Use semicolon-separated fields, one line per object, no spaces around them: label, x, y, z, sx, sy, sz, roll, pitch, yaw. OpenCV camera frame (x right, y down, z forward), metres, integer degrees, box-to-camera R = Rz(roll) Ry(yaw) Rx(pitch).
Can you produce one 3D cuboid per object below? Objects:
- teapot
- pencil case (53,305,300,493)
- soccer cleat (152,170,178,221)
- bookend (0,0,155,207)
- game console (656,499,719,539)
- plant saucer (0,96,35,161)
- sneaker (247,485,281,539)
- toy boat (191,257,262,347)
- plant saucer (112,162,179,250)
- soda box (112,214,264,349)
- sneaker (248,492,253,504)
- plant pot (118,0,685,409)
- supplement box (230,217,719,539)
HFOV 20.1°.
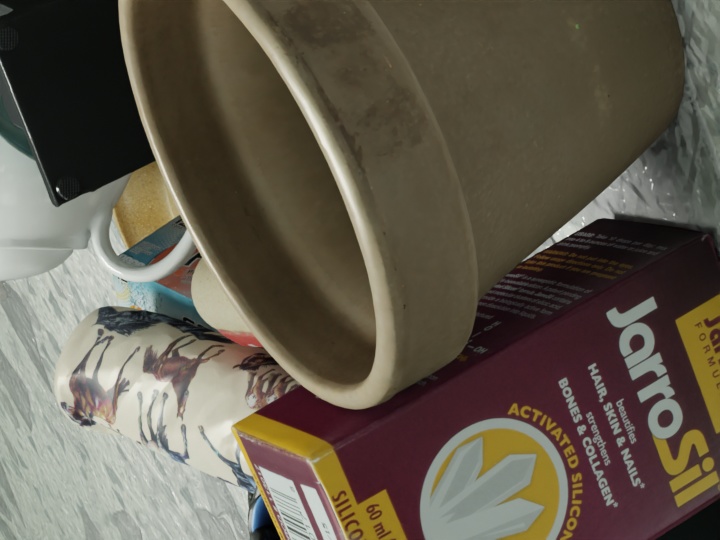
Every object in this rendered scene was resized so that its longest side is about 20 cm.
teapot;-0.220;-0.053;1.213;0.200;0.197;0.146;-2;89;56
pencil case;-0.087;0.081;1.160;0.200;0.078;0.090;18;106;38
soccer cleat;-0.121;-0.040;1.374;0.081;0.068;0.200;3;119;53
bookend;-0.115;-0.134;1.028;0.199;0.200;0.092;26;139;58
game console;0.129;0.180;0.990;0.200;0.116;0.176;70;167;-18
plant saucer;-0.157;-0.153;1.113;0.027;0.200;0.200;3;122;41
sneaker;-0.007;0.152;1.064;0.073;0.112;0.200;18;117;51
toy boat;0.000;0.000;1.075;0.131;0.131;0.200;37;167;-18
plant saucer;-0.082;-0.024;1.280;0.200;0.035;0.200;30;139;31
soda box;-0.057;0.037;1.212;0.200;0.064;0.068;24;135;34
sneaker;-0.041;0.123;1.337;0.080;0.074;0.200;66;-176;-54
plant pot;0.026;-0.071;0.794;0.200;0.175;0.200;51;158;30
supplement box;0.064;0.071;0.846;0.086;0.200;0.110;12;128;64
